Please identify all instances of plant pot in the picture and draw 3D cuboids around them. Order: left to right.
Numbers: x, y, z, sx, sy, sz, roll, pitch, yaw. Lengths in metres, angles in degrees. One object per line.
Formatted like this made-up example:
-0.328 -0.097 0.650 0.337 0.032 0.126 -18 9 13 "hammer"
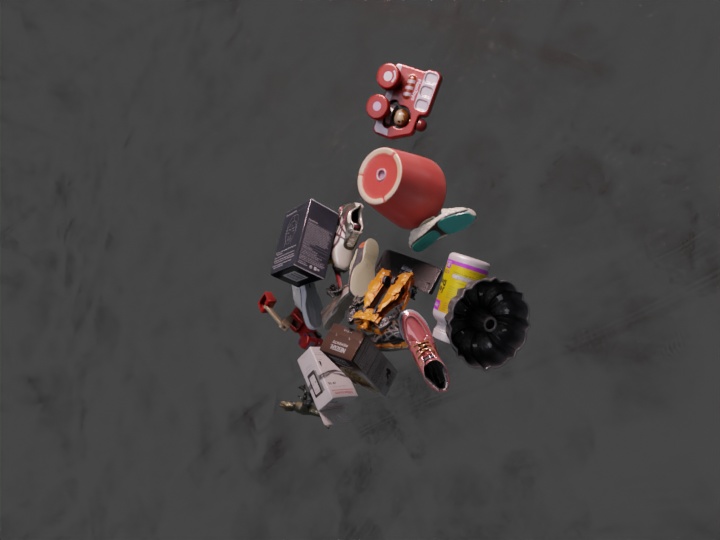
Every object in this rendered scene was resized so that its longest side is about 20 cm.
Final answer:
0.098 -0.221 1.355 0.197 0.175 0.207 -8 77 37 "plant pot"

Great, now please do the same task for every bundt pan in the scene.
0.271 0.111 1.162 0.076 0.197 0.207 -149 76 -73 "bundt pan"

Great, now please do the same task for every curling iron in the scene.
-0.078 -0.001 1.512 0.048 0.026 0.203 -12 45 6 "curling iron"

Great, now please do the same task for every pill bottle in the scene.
0.232 0.068 1.240 0.103 0.103 0.205 19 94 39 "pill bottle"

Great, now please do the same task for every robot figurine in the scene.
0.054 0.080 1.297 0.142 0.059 0.201 7 48 35 "robot figurine"

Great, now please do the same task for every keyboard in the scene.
0.123 0.018 1.395 0.197 0.040 0.105 22 74 40 "keyboard"

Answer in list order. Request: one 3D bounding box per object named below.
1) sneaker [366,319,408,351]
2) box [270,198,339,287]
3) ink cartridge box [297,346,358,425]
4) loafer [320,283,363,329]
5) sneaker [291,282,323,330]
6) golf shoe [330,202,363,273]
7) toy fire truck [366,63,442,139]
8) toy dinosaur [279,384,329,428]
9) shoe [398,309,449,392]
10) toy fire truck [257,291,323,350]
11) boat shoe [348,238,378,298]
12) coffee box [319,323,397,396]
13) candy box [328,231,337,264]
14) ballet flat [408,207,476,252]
0.087 0.169 1.367 0.195 0.078 0.080 -9 75 28 "sneaker"
-0.159 -0.074 1.491 0.147 0.105 0.205 -16 56 52 "box"
-0.083 0.316 1.451 0.068 0.115 0.203 -43 59 26 "ink cartridge box"
-0.053 0.082 1.500 0.201 0.071 0.064 -50 50 25 "loafer"
-0.165 0.095 1.595 0.071 0.072 0.204 -39 51 37 "sneaker"
-0.037 -0.097 1.486 0.087 0.076 0.206 -13 67 55 "golf shoe"
0.119 -0.458 1.432 0.165 0.112 0.205 23 98 20 "toy fire truck"
-0.160 0.394 1.548 0.196 0.047 0.091 8 101 39 "toy dinosaur"
0.154 0.190 1.246 0.070 0.091 0.204 -25 94 -3 "shoe"
-0.210 0.154 1.566 0.049 0.139 0.201 -51 55 19 "toy fire truck"
0.000 0.000 1.426 0.062 0.071 0.203 -30 33 41 "boat shoe"
-0.002 0.230 1.338 0.111 0.201 0.081 12 61 40 "coffee box"
-0.134 -0.060 1.586 0.197 0.026 0.104 -8 55 41 "candy box"
0.199 -0.119 1.327 0.198 0.071 0.074 -29 65 32 "ballet flat"
